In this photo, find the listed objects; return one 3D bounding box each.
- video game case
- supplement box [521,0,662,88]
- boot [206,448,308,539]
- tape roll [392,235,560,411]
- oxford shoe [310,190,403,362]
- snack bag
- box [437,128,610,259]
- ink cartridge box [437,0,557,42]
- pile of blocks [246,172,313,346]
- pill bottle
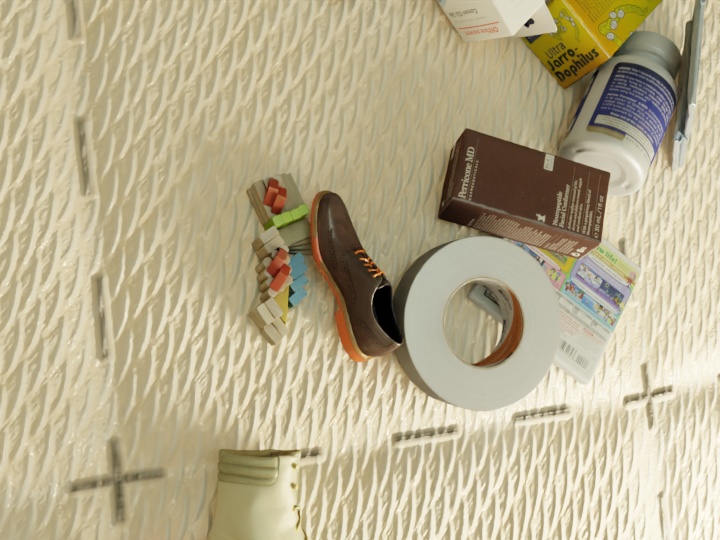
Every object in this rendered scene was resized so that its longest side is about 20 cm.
[{"bbox_3d":[0.257,0.017,1.074,0.199,0.022,0.184,36,71,-9],"label":"video game case"},{"bbox_3d":[0.329,-0.366,1.124,0.110,0.109,0.200,47,69,-6],"label":"supplement box"},{"bbox_3d":[-0.068,0.274,0.881,0.196,0.073,0.159,10,79,-12],"label":"boot"},{"bbox_3d":[0.136,0.063,0.983,0.196,0.066,0.204,1,87,-14],"label":"tape roll"},{"bbox_3d":[0.000,0.000,0.946,0.071,0.072,0.203,-21,93,-52],"label":"oxford shoe"},{"bbox_3d":[0.443,-0.260,1.114,0.021,0.200,0.192,6,77,18],"label":"snack bag"},{"bbox_3d":[0.205,-0.095,1.030,0.196,0.075,0.102,15,72,-4],"label":"box"},{"bbox_3d":[0.150,-0.359,1.035,0.068,0.116,0.200,-46,115,-11],"label":"ink cartridge box"},{"bbox_3d":[-0.084,-0.019,0.935,0.081,0.062,0.204,1,80,-19],"label":"pile of blocks"},{"bbox_3d":[0.353,-0.213,1.099,0.119,0.120,0.202,32,71,-11],"label":"pill bottle"}]
